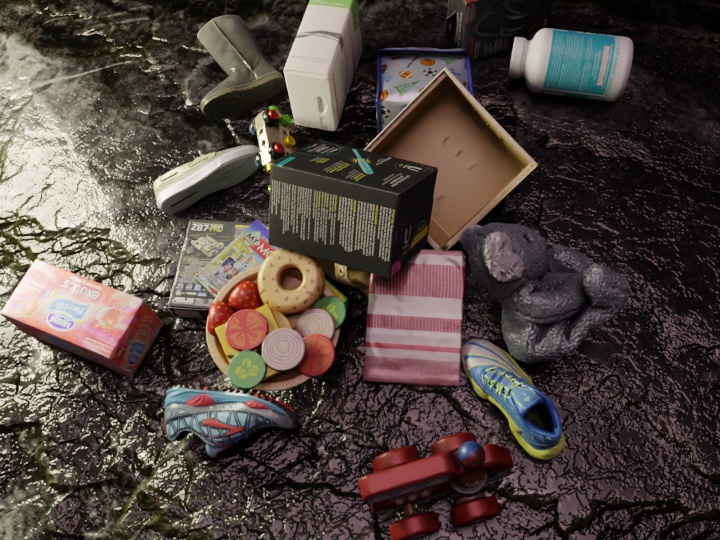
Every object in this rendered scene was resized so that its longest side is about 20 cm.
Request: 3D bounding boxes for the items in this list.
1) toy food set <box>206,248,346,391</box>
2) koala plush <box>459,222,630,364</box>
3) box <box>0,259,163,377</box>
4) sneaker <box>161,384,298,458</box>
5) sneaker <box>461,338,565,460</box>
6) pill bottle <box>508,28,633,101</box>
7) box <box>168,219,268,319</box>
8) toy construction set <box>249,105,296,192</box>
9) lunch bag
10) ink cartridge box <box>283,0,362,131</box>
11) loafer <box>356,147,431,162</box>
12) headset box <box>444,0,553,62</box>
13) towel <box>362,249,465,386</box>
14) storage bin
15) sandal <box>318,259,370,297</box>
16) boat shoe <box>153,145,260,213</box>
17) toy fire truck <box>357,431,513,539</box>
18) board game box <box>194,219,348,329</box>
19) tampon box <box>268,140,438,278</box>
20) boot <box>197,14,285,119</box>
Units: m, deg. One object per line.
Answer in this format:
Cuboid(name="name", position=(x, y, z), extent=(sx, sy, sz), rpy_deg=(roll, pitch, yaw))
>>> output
Cuboid(name="toy food set", position=(-0.120, 0.075, 0.945), extent=(0.199, 0.049, 0.198), rpy_deg=(-25, 68, -10))
Cuboid(name="koala plush", position=(0.228, 0.011, 0.936), extent=(0.200, 0.177, 0.184), rpy_deg=(41, 97, -13))
Cuboid(name="box", position=(-0.423, 0.074, 1.019), extent=(0.199, 0.095, 0.103), rpy_deg=(19, 67, 13))
Cuboid(name="sneaker", position=(-0.186, 0.220, 0.951), extent=(0.199, 0.079, 0.096), rpy_deg=(3, 76, 13))
Cuboid(name="sneaker", position=(0.216, 0.164, 0.924), extent=(0.076, 0.105, 0.200), rpy_deg=(-34, 66, -13))
Cuboid(name="pill bottle", position=(0.367, -0.366, 1.178), extent=(0.199, 0.111, 0.111), rpy_deg=(10, 64, 8))
Cuboid(name="box", position=(-0.191, 0.002, 1.066), extent=(0.199, 0.049, 0.162), rpy_deg=(3, 66, 6))
Cuboid(name="toy construction set", position=(-0.123, -0.201, 1.126), extent=(0.092, 0.131, 0.201), rpy_deg=(-41, 59, 30))
Cuboid(name="lunch bag", position=(0.111, -0.326, 1.174), extent=(0.169, 0.124, 0.201), rpy_deg=(1, 50, 4))
Cuboid(name="ink cartridge box", position=(-0.062, -0.376, 1.193), extent=(0.084, 0.146, 0.201), rpy_deg=(11, 64, 10))
Cuboid(name="loafer", position=(0.071, -0.175, 1.130), extent=(0.199, 0.068, 0.071), rpy_deg=(-7, 71, 6))
Cuboid(name="headset box", position=(0.245, -0.474, 1.220), extent=(0.199, 0.149, 0.077), rpy_deg=(-19, 63, -7))
Cuboid(name="towel", position=(0.081, 0.068, 0.993), extent=(0.143, 0.023, 0.201), rpy_deg=(3, 82, 8))
Cuboid(name="storage bin", position=(0.129, -0.164, 1.040), extent=(0.199, 0.094, 0.200), rpy_deg=(-44, 88, 9))
Cuboid(name="sandal", position=(0.004, -0.004, 1.043), extent=(0.212, 0.070, 0.078), rpy_deg=(40, 72, 21))
Cuboid(name="boat shoe", position=(-0.266, -0.171, 1.146), extent=(0.199, 0.072, 0.062), rpy_deg=(-28, 67, -7))
Cuboid(name="toy fire truck", position=(0.099, 0.265, 0.845), extent=(0.199, 0.168, 0.113), rpy_deg=(-14, 63, -3))
Cuboid(name="board game box", position=(-0.135, 0.031, 1.007), extent=(0.200, 0.029, 0.135), rpy_deg=(40, 74, 17))
Cuboid(name="tampon box", position=(-0.011, -0.093, 0.964), extent=(0.199, 0.127, 0.150), rpy_deg=(17, 28, 22))
Cuboid(name="boot", position=(-0.257, -0.390, 1.256), extent=(0.181, 0.073, 0.200), rpy_deg=(-27, 71, -25))
